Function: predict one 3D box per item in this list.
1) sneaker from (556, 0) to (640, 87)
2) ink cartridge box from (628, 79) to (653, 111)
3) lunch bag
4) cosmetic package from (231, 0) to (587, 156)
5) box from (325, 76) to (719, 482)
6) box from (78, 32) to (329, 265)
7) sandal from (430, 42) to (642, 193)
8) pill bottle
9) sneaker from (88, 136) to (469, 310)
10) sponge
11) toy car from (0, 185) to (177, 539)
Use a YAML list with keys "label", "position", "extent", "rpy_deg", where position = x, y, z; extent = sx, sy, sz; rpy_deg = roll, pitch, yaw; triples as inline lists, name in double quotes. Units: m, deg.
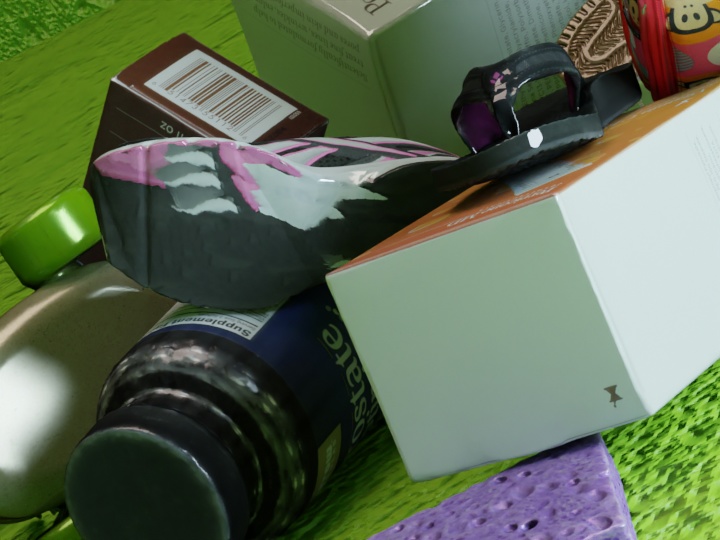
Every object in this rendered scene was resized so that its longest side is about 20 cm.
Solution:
- label: "sneaker"
  position: [0.194, -0.142, 1.449]
  extent: [0.200, 0.109, 0.070]
  rpy_deg: [-41, 57, -5]
- label: "ink cartridge box"
  position: [0.210, -0.095, 1.332]
  extent: [0.199, 0.068, 0.117]
  rpy_deg: [-29, -2, 7]
- label: "lunch bag"
  position: [0.147, -0.183, 1.225]
  extent: [0.081, 0.201, 0.176]
  rpy_deg: [-11, -15, 8]
- label: "cosmetic package"
  position: [0.055, -0.150, 1.593]
  extent: [0.200, 0.166, 0.165]
  rpy_deg: [-34, 41, -19]
- label: "box"
  position: [0.099, -0.002, 1.147]
  extent: [0.124, 0.098, 0.200]
  rpy_deg: [-19, 8, 36]
- label: "box"
  position: [-0.097, -0.013, 1.428]
  extent: [0.075, 0.100, 0.201]
  rpy_deg: [-39, -26, -48]
- label: "sandal"
  position: [0.071, -0.072, 1.163]
  extent: [0.075, 0.048, 0.200]
  rpy_deg: [-22, 5, 18]
- label: "pill bottle"
  position: [-0.056, 0.062, 1.273]
  extent: [0.111, 0.112, 0.200]
  rpy_deg: [-21, 17, 34]
- label: "sneaker"
  position: [-0.030, -0.027, 1.264]
  extent: [0.199, 0.081, 0.086]
  rpy_deg: [6, 14, -7]
- label: "sponge"
  position: [0.015, 0.132, 1.045]
  extent: [0.199, 0.030, 0.112]
  rpy_deg: [-28, 14, 5]
- label: "toy car"
  position: [-0.174, 0.076, 1.414]
  extent: [0.158, 0.165, 0.200]
  rpy_deg: [-36, 2, -25]
